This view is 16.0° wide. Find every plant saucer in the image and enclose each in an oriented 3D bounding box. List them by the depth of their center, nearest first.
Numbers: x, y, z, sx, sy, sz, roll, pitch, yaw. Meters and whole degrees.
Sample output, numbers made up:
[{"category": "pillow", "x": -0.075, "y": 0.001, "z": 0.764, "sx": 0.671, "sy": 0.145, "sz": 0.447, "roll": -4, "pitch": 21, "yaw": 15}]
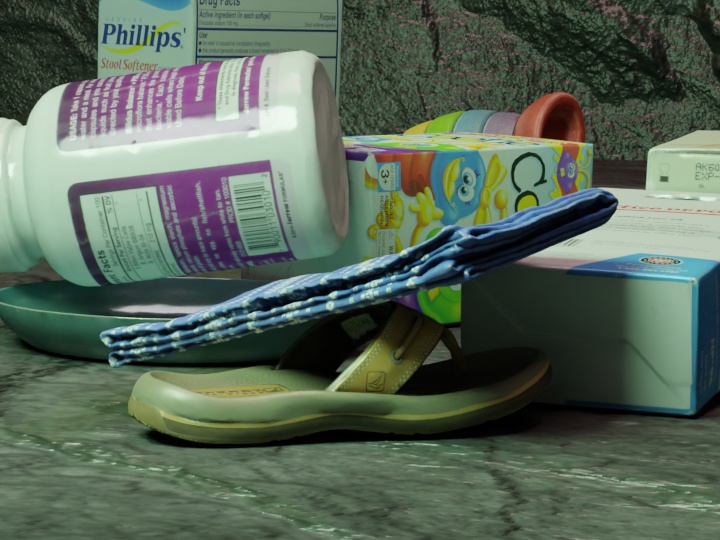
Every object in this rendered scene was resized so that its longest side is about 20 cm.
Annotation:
[{"category": "plant saucer", "x": -0.096, "y": 0.026, "z": 1.355, "sx": 0.200, "sy": 0.027, "sz": 0.200, "roll": 2, "pitch": 5, "yaw": 0}]

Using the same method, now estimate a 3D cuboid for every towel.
[{"category": "towel", "x": 0.000, "y": 0.000, "z": 1.130, "sx": 0.200, "sy": 0.024, "sz": 0.145, "roll": -14, "pitch": 3, "yaw": 35}]

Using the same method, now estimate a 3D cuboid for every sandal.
[{"category": "sandal", "x": -0.004, "y": 0.040, "z": 1.095, "sx": 0.200, "sy": 0.054, "sz": 0.080, "roll": -2, "pitch": 6, "yaw": -27}]

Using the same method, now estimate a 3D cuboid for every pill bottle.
[{"category": "pill bottle", "x": -0.113, "y": -0.051, "z": 1.376, "sx": 0.200, "sy": 0.112, "sz": 0.112, "roll": -7, "pitch": 4, "yaw": 8}]

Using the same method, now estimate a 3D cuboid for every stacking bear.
[{"category": "stacking bear", "x": 0.062, "y": -0.066, "z": 1.954, "sx": 0.200, "sy": 0.122, "sz": 0.114, "roll": -6, "pitch": -5, "yaw": 25}]

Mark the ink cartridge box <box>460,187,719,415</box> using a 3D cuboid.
[{"category": "ink cartridge box", "x": 0.136, "y": 0.010, "z": 1.247, "sx": 0.116, "sy": 0.068, "sz": 0.200, "roll": 4, "pitch": 14, "yaw": 22}]

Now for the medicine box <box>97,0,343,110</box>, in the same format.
[{"category": "medicine box", "x": -0.111, "y": -0.128, "z": 2.022, "sx": 0.103, "sy": 0.200, "sz": 0.182, "roll": 6, "pitch": 7, "yaw": 39}]

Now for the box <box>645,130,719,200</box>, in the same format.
[{"category": "box", "x": 0.210, "y": -0.028, "z": 1.429, "sx": 0.078, "sy": 0.095, "sz": 0.200, "roll": 3, "pitch": 8, "yaw": 14}]

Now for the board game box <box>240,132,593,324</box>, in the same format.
[{"category": "board game box", "x": 0.036, "y": -0.026, "z": 1.510, "sx": 0.103, "sy": 0.105, "sz": 0.200, "roll": 7, "pitch": 9, "yaw": 42}]
